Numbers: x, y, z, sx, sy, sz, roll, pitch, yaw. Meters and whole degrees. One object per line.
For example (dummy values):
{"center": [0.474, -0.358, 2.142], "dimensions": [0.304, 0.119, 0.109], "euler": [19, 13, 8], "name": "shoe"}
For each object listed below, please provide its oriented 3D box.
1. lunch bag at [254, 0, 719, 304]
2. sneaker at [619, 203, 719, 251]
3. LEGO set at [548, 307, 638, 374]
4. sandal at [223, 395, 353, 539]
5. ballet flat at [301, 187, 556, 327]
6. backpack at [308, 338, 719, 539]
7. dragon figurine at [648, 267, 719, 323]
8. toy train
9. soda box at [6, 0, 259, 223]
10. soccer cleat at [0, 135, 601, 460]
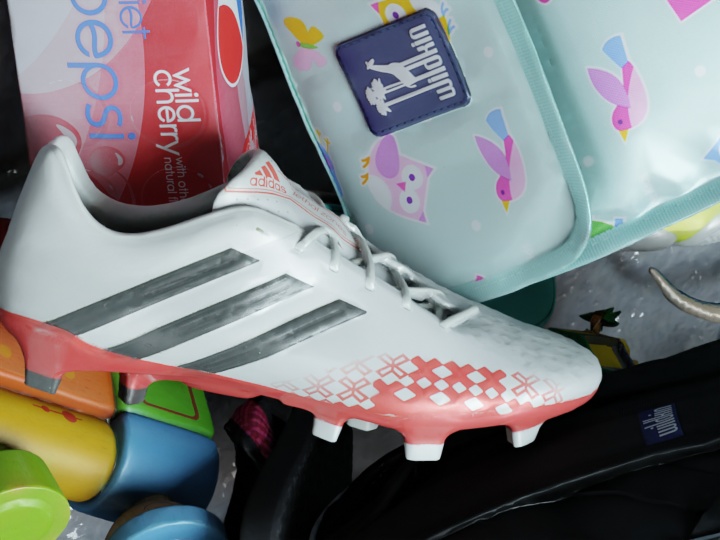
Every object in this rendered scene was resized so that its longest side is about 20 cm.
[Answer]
{"center": [0.067, -0.092, 0.897], "dimensions": [0.200, 0.122, 0.171], "euler": [-23, 99, 6], "name": "lunch bag"}
{"center": [0.148, -0.075, 1.040], "dimensions": [0.200, 0.076, 0.105], "euler": [-16, 112, -32], "name": "sneaker"}
{"center": [0.130, 0.117, 1.052], "dimensions": [0.116, 0.154, 0.200], "euler": [8, 84, -59], "name": "LEGO set"}
{"center": [-0.033, 0.078, 0.958], "dimensions": [0.045, 0.200, 0.075], "euler": [0, 107, 10], "name": "sandal"}
{"center": [0.000, 0.000, 0.988], "dimensions": [0.200, 0.064, 0.068], "euler": [6, 75, -57], "name": "ballet flat"}
{"center": [0.085, 0.109, 0.894], "dimensions": [0.200, 0.178, 0.151], "euler": [-12, 103, 4], "name": "backpack"}
{"center": [0.211, -0.014, 1.112], "dimensions": [0.200, 0.099, 0.059], "euler": [-10, 125, -4], "name": "dragon figurine"}
{"center": [-0.131, 0.047, 0.890], "dimensions": [0.200, 0.116, 0.085], "euler": [22, 124, -38], "name": "toy train"}
{"center": [-0.078, -0.108, 0.863], "dimensions": [0.070, 0.063, 0.200], "euler": [0, 122, 7], "name": "soda box"}
{"center": [-0.017, 0.006, 0.855], "dimensions": [0.200, 0.069, 0.085], "euler": [9, 104, -3], "name": "soccer cleat"}
